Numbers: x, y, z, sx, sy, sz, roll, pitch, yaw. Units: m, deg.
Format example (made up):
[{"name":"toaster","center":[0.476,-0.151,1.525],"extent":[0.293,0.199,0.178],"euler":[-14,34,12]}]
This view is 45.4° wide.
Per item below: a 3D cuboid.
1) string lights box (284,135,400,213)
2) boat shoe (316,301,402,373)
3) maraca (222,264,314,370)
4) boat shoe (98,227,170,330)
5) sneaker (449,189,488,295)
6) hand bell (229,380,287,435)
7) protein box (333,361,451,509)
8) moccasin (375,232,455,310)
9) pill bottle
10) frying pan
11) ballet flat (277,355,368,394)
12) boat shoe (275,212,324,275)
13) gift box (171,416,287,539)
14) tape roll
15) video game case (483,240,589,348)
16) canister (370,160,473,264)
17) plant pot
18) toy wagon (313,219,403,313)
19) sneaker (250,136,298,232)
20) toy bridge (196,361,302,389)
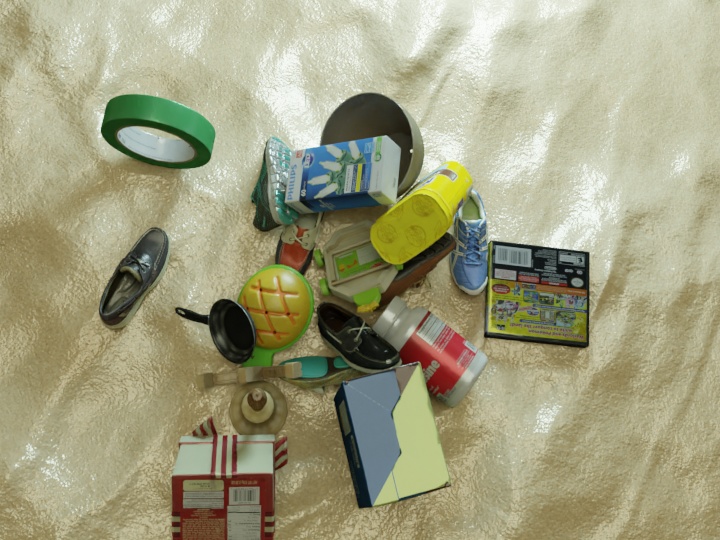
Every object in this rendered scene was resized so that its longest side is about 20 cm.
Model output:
[{"name":"string lights box","center":[-0.031,-0.164,1.502],"extent":[0.197,0.059,0.105],"euler":[-4,71,30]},{"name":"boat shoe","center":[-0.008,0.116,1.482],"extent":[0.071,0.069,0.199],"euler":[-30,39,-28]},{"name":"maraca","center":[-0.164,0.085,1.516],"extent":[0.137,0.107,0.201],"euler":[38,101,9]},{"name":"boat shoe","center":[-0.401,0.009,1.528],"extent":[0.071,0.065,0.202],"euler":[28,73,4]},{"name":"sneaker","center":[0.200,-0.055,1.595],"extent":[0.074,0.077,0.204],"euler":[-4,73,4]},{"name":"hand bell","center":[-0.171,0.221,1.424],"extent":[0.102,0.200,0.106],"euler":[1,75,-5]},{"name":"protein box","center":[0.046,0.279,1.429],"extent":[0.132,0.200,0.202],"euler":[-12,76,-9]},{"name":"moccasin","center":[0.092,0.002,1.577],"extent":[0.201,0.078,0.074],"euler":[-42,51,-10]},{"name":"pill bottle","center":[0.117,0.139,1.520],"extent":[0.199,0.112,0.113],"euler":[37,74,6]},{"name":"frying pan","center":[-0.245,0.108,1.502],"extent":[0.031,0.188,0.117],"euler":[-21,98,-47]},{"name":"ballet flat","center":[-0.050,0.184,1.517],"extent":[0.196,0.071,0.072],"euler":[-10,75,4]},{"name":"boat shoe","center":[-0.106,-0.075,1.583],"extent":[0.070,0.063,0.203],"euler":[20,75,-2]},{"name":"gift box","center":[-0.208,0.352,1.384],"extent":[0.181,0.187,0.204],"euler":[5,98,-7]},{"name":"tape roll","center":[-0.359,-0.244,1.531],"extent":[0.196,0.201,0.049],"euler":[10,73,-3]},{"name":"video game case","center":[0.332,0.044,1.613],"extent":[0.196,0.026,0.184],"euler":[6,74,-5]},{"name":"canister","center":[0.113,-0.107,1.510],"extent":[0.087,0.148,0.200],"euler":[51,31,-6]},{"name":"plant pot","center":[0.040,-0.214,1.584],"extent":[0.197,0.134,0.205],"euler":[-1,89,30]},{"name":"toy wagon","center":[0.000,0.000,1.540],"extent":[0.153,0.040,0.202],"euler":[-19,52,9]},{"name":"sneaker","center":[-0.170,-0.159,1.594],"extent":[0.077,0.090,0.203],"euler":[32,43,-40]},{"name":"toy bridge","center":[-0.188,0.180,1.484],"extent":[0.197,0.067,0.028],"euler":[-9,85,22]}]
